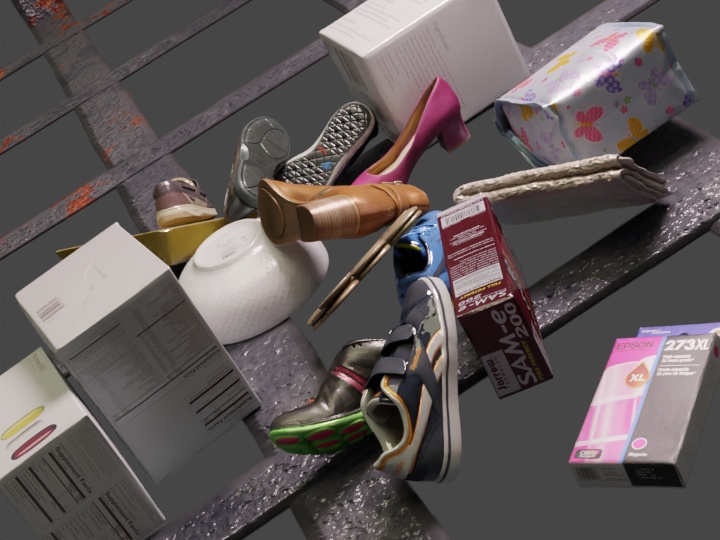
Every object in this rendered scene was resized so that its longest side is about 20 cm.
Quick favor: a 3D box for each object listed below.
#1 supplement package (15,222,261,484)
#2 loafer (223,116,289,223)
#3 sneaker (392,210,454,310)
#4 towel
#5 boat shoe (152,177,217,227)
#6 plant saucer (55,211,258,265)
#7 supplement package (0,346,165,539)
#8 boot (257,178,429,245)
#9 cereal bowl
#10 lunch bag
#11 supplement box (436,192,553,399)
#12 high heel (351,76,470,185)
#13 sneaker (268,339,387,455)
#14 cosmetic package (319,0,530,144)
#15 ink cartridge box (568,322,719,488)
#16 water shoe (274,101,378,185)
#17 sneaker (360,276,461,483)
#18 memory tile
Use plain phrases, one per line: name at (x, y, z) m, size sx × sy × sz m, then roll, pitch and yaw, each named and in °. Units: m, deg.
supplement package at (-0.246, 0.087, 1.413) m, size 0.147 × 0.200 × 0.191 m, roll -37°, pitch 29°, yaw -12°
loafer at (-0.144, -0.134, 1.686) m, size 0.063 × 0.072 × 0.200 m, roll -44°, pitch 18°, yaw 30°
sneaker at (0.074, -0.023, 1.426) m, size 0.066 × 0.078 × 0.200 m, roll -20°, pitch 29°, yaw 21°
towel at (0.211, -0.084, 1.357) m, size 0.200 × 0.132 × 0.035 m, roll -9°, pitch 77°, yaw 32°
boat shoe at (-0.243, -0.096, 1.765) m, size 0.072 × 0.065 × 0.200 m, roll -11°, pitch 3°, yaw 5°
plant saucer at (-0.264, -0.030, 1.702) m, size 0.200 × 0.049 × 0.200 m, roll -9°, pitch 3°, yaw 33°
supplement package at (-0.315, 0.199, 1.344) m, size 0.111 × 0.156 × 0.200 m, roll -36°, pitch 29°, yaw -13°
boot at (-0.026, -0.074, 1.515) m, size 0.155 × 0.074 × 0.200 m, roll -12°, pitch 20°, yaw -27°
cereal bowl at (-0.144, -0.004, 1.584) m, size 0.200 × 0.083 × 0.200 m, roll -22°, pitch 29°, yaw 13°
lunch bag at (0.260, -0.195, 1.473) m, size 0.170 × 0.127 × 0.200 m, roll -35°, pitch 20°, yaw -8°
supplement box at (0.130, 0.021, 1.272) m, size 0.061 × 0.109 × 0.200 m, roll -23°, pitch 31°, yaw 11°
high heel at (0.046, -0.161, 1.644) m, size 0.200 × 0.096 × 0.067 m, roll -32°, pitch 29°, yaw -4°
sneaker at (-0.004, 0.115, 1.258) m, size 0.200 × 0.077 × 0.084 m, roll -28°, pitch 64°, yaw -15°
cosmetic package at (0.086, -0.293, 1.743) m, size 0.200 × 0.166 × 0.167 m, roll -34°, pitch 30°, yaw -6°
ink cartridge box at (0.255, 0.104, 1.109) m, size 0.095 × 0.037 × 0.200 m, roll -6°, pitch 35°, yaw 35°
water shoe at (-0.046, -0.136, 1.733) m, size 0.200 × 0.079 × 0.072 m, roll -45°, pitch 73°, yaw 6°
sneaker at (0.044, 0.094, 1.176) m, size 0.079 × 0.078 × 0.200 m, roll 6°, pitch 61°, yaw -16°
memory tile at (0.000, 0.000, 1.396) m, size 0.153 × 0.017 × 0.200 m, roll -48°, pitch 1°, yaw -11°
